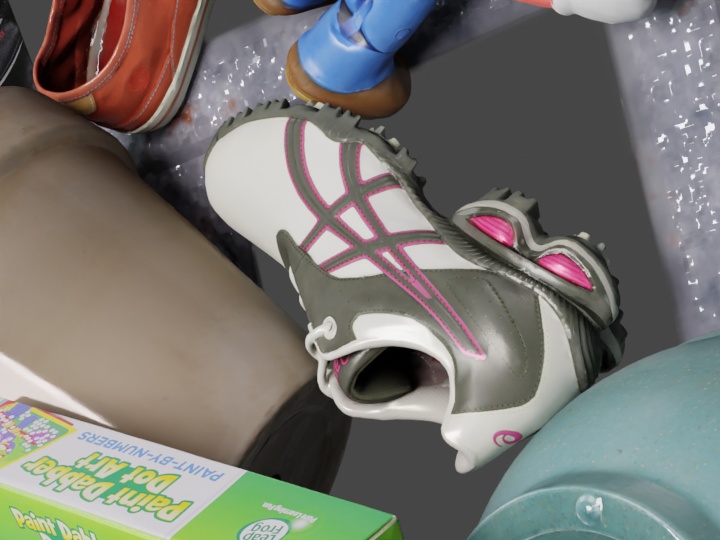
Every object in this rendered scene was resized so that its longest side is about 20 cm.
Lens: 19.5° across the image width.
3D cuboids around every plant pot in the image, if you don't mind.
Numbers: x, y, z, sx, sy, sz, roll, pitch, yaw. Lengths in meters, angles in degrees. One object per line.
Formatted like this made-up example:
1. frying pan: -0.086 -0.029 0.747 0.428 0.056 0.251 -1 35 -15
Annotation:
1. plant pot: -0.105 0.053 0.822 0.173 0.200 0.201 27 111 20
2. plant pot: 0.107 0.118 0.659 0.200 0.134 0.201 2 93 41

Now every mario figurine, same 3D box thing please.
1. mario figurine: 0.049 -0.134 0.752 0.123 0.106 0.200 42 138 -10

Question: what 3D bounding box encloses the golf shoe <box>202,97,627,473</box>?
1. golf shoe: 0.000 0.000 0.763 0.200 0.088 0.077 26 152 39

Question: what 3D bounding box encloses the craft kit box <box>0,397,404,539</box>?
1. craft kit box: -0.048 0.151 0.690 0.199 0.048 0.198 11 128 44

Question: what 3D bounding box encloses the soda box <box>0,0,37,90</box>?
1. soda box: -0.207 -0.142 0.905 0.071 0.063 0.201 16 135 40

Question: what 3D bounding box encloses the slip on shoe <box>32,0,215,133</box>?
1. slip on shoe: -0.089 -0.153 0.865 0.074 0.061 0.201 28 109 39
